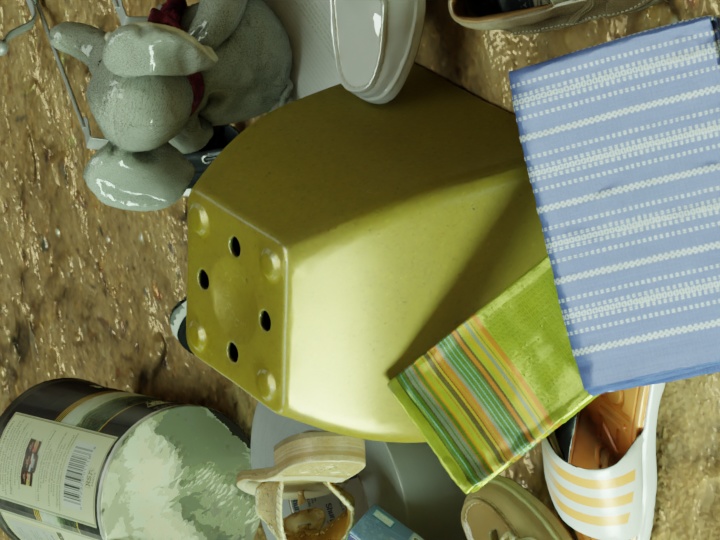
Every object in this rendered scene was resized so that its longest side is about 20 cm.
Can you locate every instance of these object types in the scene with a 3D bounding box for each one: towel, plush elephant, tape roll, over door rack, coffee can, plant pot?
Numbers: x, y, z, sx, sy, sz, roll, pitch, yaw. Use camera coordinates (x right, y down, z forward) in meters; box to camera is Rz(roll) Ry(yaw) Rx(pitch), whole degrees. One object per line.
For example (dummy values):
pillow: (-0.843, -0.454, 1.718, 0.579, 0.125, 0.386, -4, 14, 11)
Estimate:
towel: (0.112, 0.044, 1.554, 0.200, 0.018, 0.086, -40, 86, 19)
plush elephant: (-0.133, -0.133, 1.745, 0.200, 0.154, 0.165, 47, 130, 34)
towel: (0.170, -0.035, 1.501, 0.144, 0.024, 0.201, -14, 88, 32)
tape roll: (0.002, 0.156, 1.835, 0.200, 0.066, 0.201, 27, 124, 49)
over door rack: (-0.238, -0.211, 2.059, 0.200, 0.066, 0.148, 55, 143, 29)
coffee can: (-0.189, 0.168, 2.055, 0.200, 0.146, 0.147, 7, 108, 55)
plant pot: (0.000, 0.000, 1.656, 0.195, 0.199, 0.195, 31, 126, 47)

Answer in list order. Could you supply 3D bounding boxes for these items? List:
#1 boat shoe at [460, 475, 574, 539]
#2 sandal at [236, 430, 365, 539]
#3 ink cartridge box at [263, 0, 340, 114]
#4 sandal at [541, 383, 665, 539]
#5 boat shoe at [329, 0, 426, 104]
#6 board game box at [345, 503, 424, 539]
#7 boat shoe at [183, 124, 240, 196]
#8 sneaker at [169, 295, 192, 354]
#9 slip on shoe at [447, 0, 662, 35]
boat shoe: (0.113, 0.220, 1.650, 0.200, 0.062, 0.073, 58, 146, 26)
sandal: (-0.038, 0.160, 1.713, 0.212, 0.077, 0.070, 124, 145, -72)
ink cartridge box: (-0.022, -0.194, 1.758, 0.146, 0.048, 0.200, 56, 132, 27)
sandal: (0.142, 0.096, 1.606, 0.079, 0.059, 0.208, 34, 129, 46)
boat shoe: (-0.003, -0.206, 1.640, 0.071, 0.069, 0.201, 8, 98, 44)
board game box: (0.061, 0.261, 1.737, 0.200, 0.034, 0.136, 36, 136, 10)
boat shoe: (-0.111, -0.087, 1.908, 0.199, 0.074, 0.066, 18, 114, 52)
sneaker: (-0.073, 0.037, 1.901, 0.088, 0.076, 0.200, 62, 145, 10)
slip on shoe: (0.124, -0.182, 1.525, 0.200, 0.060, 0.076, -10, 93, 57)
